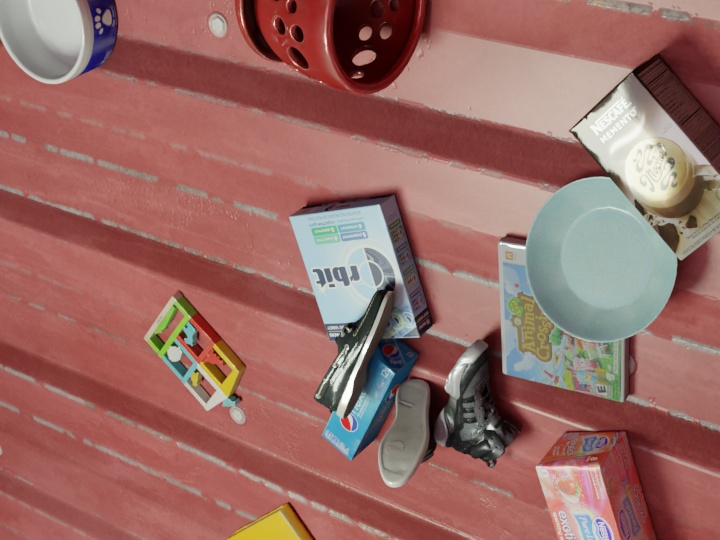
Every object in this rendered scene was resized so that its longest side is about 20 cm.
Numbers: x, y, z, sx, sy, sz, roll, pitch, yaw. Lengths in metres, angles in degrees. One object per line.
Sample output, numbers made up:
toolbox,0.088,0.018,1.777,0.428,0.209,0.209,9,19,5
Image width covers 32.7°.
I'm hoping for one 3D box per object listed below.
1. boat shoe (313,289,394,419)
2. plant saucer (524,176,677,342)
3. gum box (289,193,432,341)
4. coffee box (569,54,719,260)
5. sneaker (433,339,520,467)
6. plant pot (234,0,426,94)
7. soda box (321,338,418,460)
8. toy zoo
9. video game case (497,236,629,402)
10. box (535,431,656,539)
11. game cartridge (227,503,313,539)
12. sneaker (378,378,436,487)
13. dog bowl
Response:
boat shoe,-0.011,0.111,1.726,0.060,0.076,0.202,26,103,14
plant saucer,0.300,-0.014,1.514,0.199,0.039,0.204,3,95,32
gum box,0.000,0.000,1.765,0.168,0.044,0.203,-5,111,38
coffee box,0.353,-0.130,1.409,0.201,0.080,0.113,50,133,5
sneaker,0.175,0.191,1.716,0.113,0.075,0.202,30,133,20
plant pot,-0.041,-0.335,1.527,0.181,0.199,0.203,21,125,37
soda box,0.013,0.188,1.837,0.064,0.068,0.201,38,130,17
toy zoo,-0.271,0.149,2.060,0.200,0.020,0.131,47,132,7
video game case,0.267,0.064,1.614,0.180,0.022,0.203,12,119,32
box,0.325,0.328,1.658,0.102,0.094,0.203,-7,109,37
game cartridge,-0.124,0.518,2.138,0.176,0.032,0.201,-34,93,42
sneaker,0.074,0.258,1.759,0.070,0.201,0.100,-3,125,15
dog bowl,-0.472,-0.396,1.889,0.198,0.079,0.203,17,123,29
